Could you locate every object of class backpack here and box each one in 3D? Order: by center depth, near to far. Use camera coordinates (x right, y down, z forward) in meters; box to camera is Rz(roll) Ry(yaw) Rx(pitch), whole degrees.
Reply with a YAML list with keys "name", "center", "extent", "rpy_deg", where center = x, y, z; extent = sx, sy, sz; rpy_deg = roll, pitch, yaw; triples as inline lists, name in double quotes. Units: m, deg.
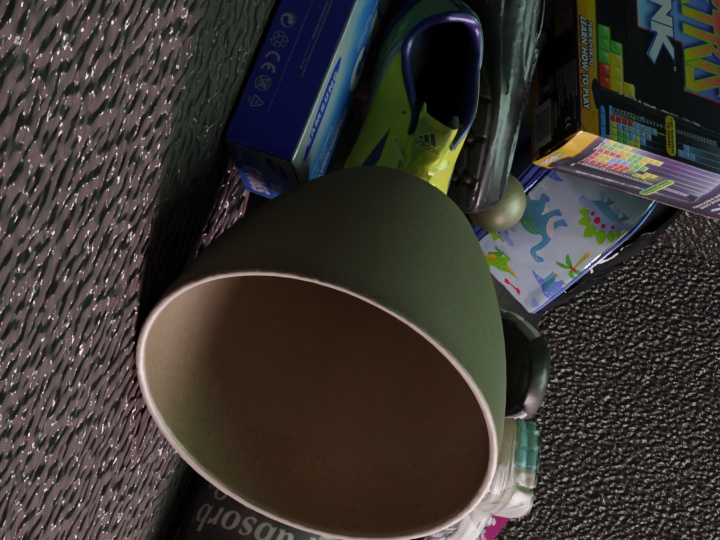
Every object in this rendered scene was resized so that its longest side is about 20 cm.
- name: "backpack"
  center: [0.153, -0.077, 1.396]
  extent: [0.200, 0.147, 0.183]
  rpy_deg: [-46, 180, -38]

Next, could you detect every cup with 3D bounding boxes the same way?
- name: "cup"
  center: [-0.003, 0.027, 1.094]
  extent: [0.201, 0.199, 0.144]
  rpy_deg: [99, 11, -47]

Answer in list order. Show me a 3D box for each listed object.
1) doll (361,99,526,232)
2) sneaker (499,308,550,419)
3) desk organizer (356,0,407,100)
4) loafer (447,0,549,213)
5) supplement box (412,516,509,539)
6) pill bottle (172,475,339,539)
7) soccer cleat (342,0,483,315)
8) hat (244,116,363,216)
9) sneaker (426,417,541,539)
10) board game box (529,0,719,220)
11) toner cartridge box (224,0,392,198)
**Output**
- name: "doll"
  center: [0.056, -0.090, 1.345]
  extent: [0.200, 0.048, 0.137]
  rpy_deg: [-120, -144, -50]
- name: "sneaker"
  center: [0.029, 0.052, 1.329]
  extent: [0.200, 0.115, 0.076]
  rpy_deg: [19, -79, 56]
- name: "desk organizer"
  center: [0.047, -0.201, 1.293]
  extent: [0.072, 0.076, 0.201]
  rpy_deg: [35, 74, -80]
- name: "loafer"
  center: [0.085, -0.135, 1.230]
  extent: [0.070, 0.068, 0.202]
  rpy_deg: [-2, 100, -38]
- name: "supplement box"
  center: [0.005, 0.191, 1.477]
  extent: [0.200, 0.130, 0.103]
  rpy_deg: [-51, 149, -14]
- name: "pill bottle"
  center: [-0.066, 0.189, 1.306]
  extent: [0.117, 0.116, 0.201]
  rpy_deg: [85, 26, -69]
- name: "soccer cleat"
  center: [0.029, -0.062, 1.179]
  extent: [0.084, 0.064, 0.202]
  rpy_deg: [-162, -98, -68]
- name: "hat"
  center: [-0.021, 0.008, 1.256]
  extent: [0.081, 0.200, 0.201]
  rpy_deg: [-19, -144, 47]
- name: "sneaker"
  center: [0.051, 0.127, 1.313]
  extent: [0.200, 0.086, 0.078]
  rpy_deg: [127, -26, -67]
- name: "board game box"
  center: [0.187, -0.146, 1.293]
  extent: [0.057, 0.164, 0.202]
  rpy_deg: [-34, -131, 53]
- name: "toner cartridge box"
  center: [-0.016, -0.143, 1.149]
  extent: [0.095, 0.043, 0.201]
  rpy_deg: [69, 41, -74]
